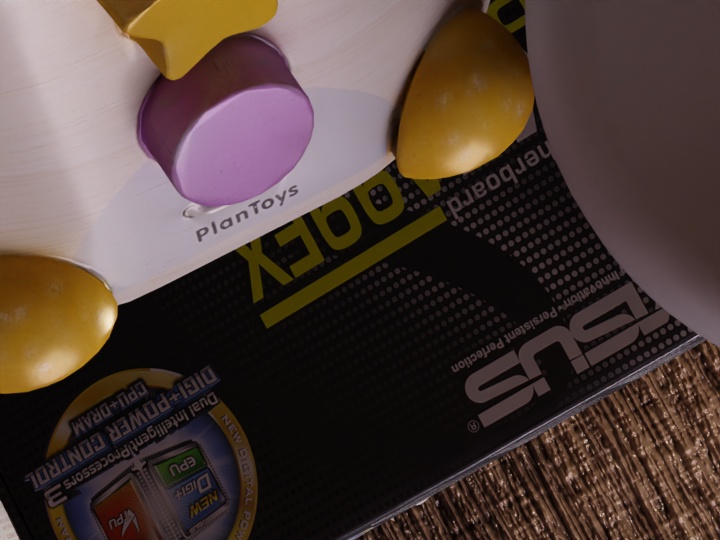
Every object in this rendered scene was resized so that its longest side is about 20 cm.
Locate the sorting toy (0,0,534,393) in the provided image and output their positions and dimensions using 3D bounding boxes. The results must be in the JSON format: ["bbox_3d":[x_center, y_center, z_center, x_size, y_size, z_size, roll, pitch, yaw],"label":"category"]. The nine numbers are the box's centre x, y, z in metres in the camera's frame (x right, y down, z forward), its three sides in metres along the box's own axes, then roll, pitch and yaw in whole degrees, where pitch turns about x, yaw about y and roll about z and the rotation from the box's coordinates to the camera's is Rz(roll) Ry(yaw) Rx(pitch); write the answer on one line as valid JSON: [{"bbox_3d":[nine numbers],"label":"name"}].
[{"bbox_3d":[-0.048,-0.079,0.494,0.199,0.107,0.180,-28,154,-11],"label":"sorting toy"}]

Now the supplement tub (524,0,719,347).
[{"bbox_3d":[0.128,-0.047,0.587,0.145,0.146,0.200,-31,168,17],"label":"supplement tub"}]

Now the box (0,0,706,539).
[{"bbox_3d":[-0.019,-0.013,0.703,0.199,0.161,0.044,-30,172,18],"label":"box"}]

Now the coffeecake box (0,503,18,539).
[{"bbox_3d":[-0.181,0.144,1.012,0.153,0.201,0.073,-33,172,30],"label":"coffeecake box"}]
